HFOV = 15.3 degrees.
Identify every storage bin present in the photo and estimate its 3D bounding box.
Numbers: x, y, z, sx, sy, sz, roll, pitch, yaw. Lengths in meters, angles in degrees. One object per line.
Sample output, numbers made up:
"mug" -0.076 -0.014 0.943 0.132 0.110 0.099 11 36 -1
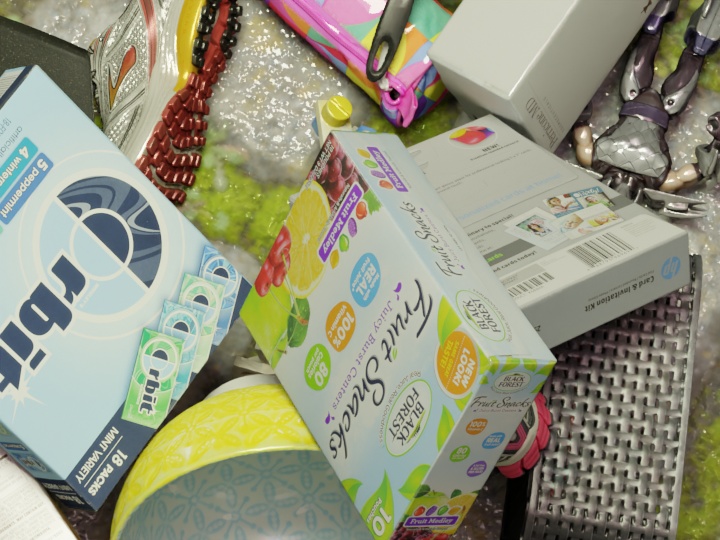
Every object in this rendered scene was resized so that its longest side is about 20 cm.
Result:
"storage bin" 0.147 0.091 1.658 0.093 0.135 0.201 8 71 -2

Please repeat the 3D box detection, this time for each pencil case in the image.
"pencil case" -0.013 -0.183 1.764 0.200 0.088 0.088 43 74 13

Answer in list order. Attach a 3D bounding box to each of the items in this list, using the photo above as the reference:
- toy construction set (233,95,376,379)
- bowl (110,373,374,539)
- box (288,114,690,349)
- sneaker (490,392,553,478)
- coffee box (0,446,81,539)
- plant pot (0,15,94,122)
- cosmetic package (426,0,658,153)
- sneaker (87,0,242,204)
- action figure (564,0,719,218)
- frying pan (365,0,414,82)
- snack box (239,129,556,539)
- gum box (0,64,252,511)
"toy construction set" 0.000 0.000 1.701 0.131 0.092 0.201 24 76 -11
"bowl" -0.056 0.128 1.620 0.199 0.201 0.108 -5 49 -6
"box" 0.074 -0.018 1.596 0.156 0.041 0.200 -24 36 -25
"sneaker" 0.025 0.049 1.596 0.200 0.075 0.081 28 89 32
"coffee box" -0.222 0.157 1.622 0.080 0.114 0.200 -34 76 -10
"plant pot" -0.260 -0.053 1.656 0.177 0.200 0.201 1 71 -16
"cosmetic package" 0.136 -0.183 1.709 0.071 0.101 0.200 31 82 27
"sneaker" -0.142 -0.111 1.747 0.082 0.078 0.201 10 70 20
"action figure" 0.192 -0.115 1.768 0.130 0.069 0.201 20 75 -3
"frying pan" 0.057 -0.218 1.702 0.114 0.031 0.191 -2 104 -1
"snack box" 0.016 0.036 1.498 0.053 0.142 0.200 2 39 -35
"gum box" -0.180 0.011 1.558 0.200 0.044 0.170 46 66 -24
